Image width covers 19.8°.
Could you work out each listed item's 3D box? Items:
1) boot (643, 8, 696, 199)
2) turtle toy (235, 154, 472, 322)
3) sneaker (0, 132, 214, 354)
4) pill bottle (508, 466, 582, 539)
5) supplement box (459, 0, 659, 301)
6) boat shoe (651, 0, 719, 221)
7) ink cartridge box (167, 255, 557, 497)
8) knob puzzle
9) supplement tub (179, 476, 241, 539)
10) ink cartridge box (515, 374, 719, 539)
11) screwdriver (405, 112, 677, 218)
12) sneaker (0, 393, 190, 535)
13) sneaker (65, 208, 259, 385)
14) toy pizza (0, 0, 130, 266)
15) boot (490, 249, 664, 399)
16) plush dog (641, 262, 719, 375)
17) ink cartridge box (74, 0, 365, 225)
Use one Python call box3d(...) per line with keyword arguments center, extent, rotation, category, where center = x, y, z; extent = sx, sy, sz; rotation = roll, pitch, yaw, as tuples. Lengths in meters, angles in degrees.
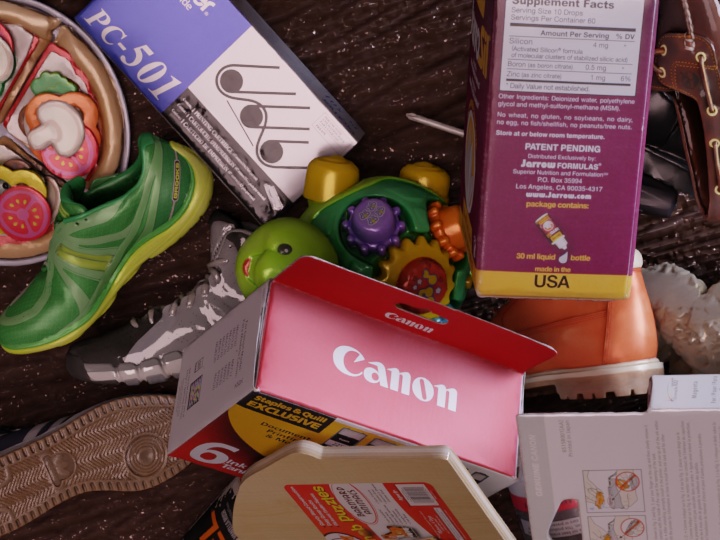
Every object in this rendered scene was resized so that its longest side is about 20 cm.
box3d(center=(0.199, -0.154, 1.386), extent=(0.197, 0.073, 0.163), rotation=(25, 109, -5), category="boot")
box3d(center=(0.000, 0.000, 1.404), extent=(0.198, 0.101, 0.147), rotation=(3, 101, -31), category="turtle toy")
box3d(center=(-0.194, -0.023, 1.474), extent=(0.200, 0.074, 0.083), rotation=(-44, 117, 10), category="sneaker")
box3d(center=(0.181, 0.214, 1.460), extent=(0.110, 0.111, 0.202), rotation=(-16, 101, 12), category="pill bottle")
box3d(center=(0.121, -0.097, 1.301), extent=(0.102, 0.131, 0.202), rotation=(2, 111, -2), category="supplement box")
box3d(center=(0.218, -0.128, 1.323), extent=(0.070, 0.070, 0.202), rotation=(-21, 101, 3), category="boat shoe")
box3d(center=(0.002, 0.085, 1.347), extent=(0.199, 0.085, 0.175), rotation=(20, 148, -22), category="ink cartridge box")
box3d(center=(0.005, 0.161, 1.356), extent=(0.217, 0.031, 0.220), rotation=(11, 147, 7), category="knob puzzle")
box3d(center=(-0.067, 0.214, 1.494), extent=(0.122, 0.123, 0.200), rotation=(40, 106, -2), category="supplement tub")
box3d(center=(0.199, 0.160, 1.346), extent=(0.172, 0.044, 0.202), rotation=(-1, 122, 14), category="ink cartridge box")
box3d(center=(0.126, -0.076, 1.436), extent=(0.198, 0.029, 0.028), rotation=(18, 106, -1), category="screwdriver")
box3d(center=(-0.218, 0.136, 1.534), extent=(0.198, 0.108, 0.071), rotation=(-19, 99, -18), category="sneaker")
box3d(center=(-0.119, 0.016, 1.486), extent=(0.198, 0.075, 0.117), rotation=(-7, 98, 0), category="sneaker")
box3d(center=(-0.265, -0.099, 1.494), extent=(0.198, 0.032, 0.202), rotation=(2, 104, 9), category="toy pizza")
box3d(center=(0.121, 0.036, 1.425), extent=(0.199, 0.075, 0.108), rotation=(-7, 89, 43), category="boot")
box3d(center=(0.287, 0.074, 1.404), extent=(0.199, 0.161, 0.172), rotation=(-25, 122, 14), category="plush dog")
box3d(center=(-0.098, -0.136, 1.452), extent=(0.094, 0.044, 0.200), rotation=(-42, 94, 14), category="ink cartridge box")
